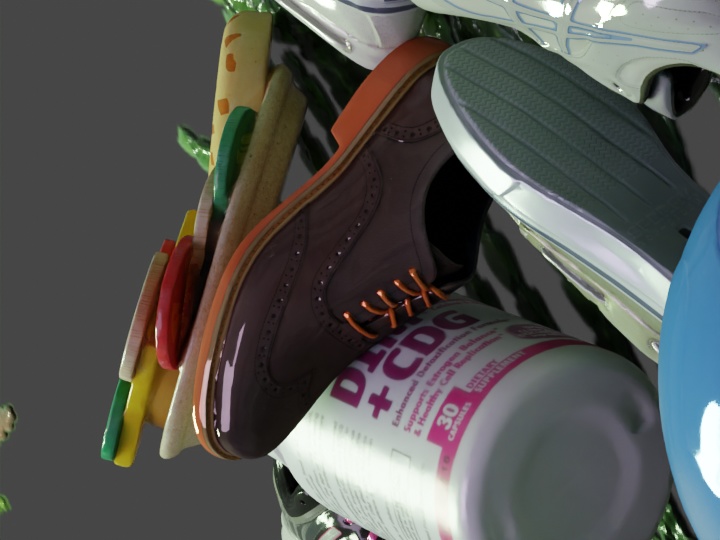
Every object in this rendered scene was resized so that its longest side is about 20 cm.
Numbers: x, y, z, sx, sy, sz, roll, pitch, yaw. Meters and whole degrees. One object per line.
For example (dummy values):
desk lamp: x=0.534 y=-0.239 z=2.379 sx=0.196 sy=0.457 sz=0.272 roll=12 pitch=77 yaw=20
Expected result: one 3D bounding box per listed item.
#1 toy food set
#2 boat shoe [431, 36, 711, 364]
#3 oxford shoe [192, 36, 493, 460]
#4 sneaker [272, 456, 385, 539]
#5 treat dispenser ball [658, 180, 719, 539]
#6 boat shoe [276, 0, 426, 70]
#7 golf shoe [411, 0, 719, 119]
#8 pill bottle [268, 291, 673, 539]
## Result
toy food set: x=-0.070 y=-0.007 z=1.181 sx=0.049 sy=0.198 sz=0.200 roll=17 pitch=131 yaw=-2
boat shoe: x=0.097 y=-0.013 z=0.976 sx=0.200 sy=0.072 sz=0.062 roll=45 pitch=145 yaw=27
oxford shoe: x=0.000 y=0.000 z=1.053 sx=0.073 sy=0.200 sz=0.071 roll=34 pitch=-175 yaw=38
sneaker: x=0.013 y=0.126 z=1.246 sx=0.200 sy=0.074 sz=0.088 roll=30 pitch=145 yaw=55
treat dispenser ball: x=0.185 y=0.030 z=0.713 sx=0.201 sy=0.201 sz=0.201 roll=41 pitch=146 yaw=37
boat shoe: x=-0.043 y=-0.155 z=1.109 sx=0.200 sy=0.071 sz=0.070 roll=39 pitch=142 yaw=29
golf shoe: x=0.083 y=-0.095 z=0.930 sx=0.200 sy=0.078 sz=0.097 roll=8 pitch=126 yaw=60
pill bottle: x=0.034 y=0.067 z=1.112 sx=0.200 sy=0.113 sz=0.113 roll=20 pitch=131 yaw=54
